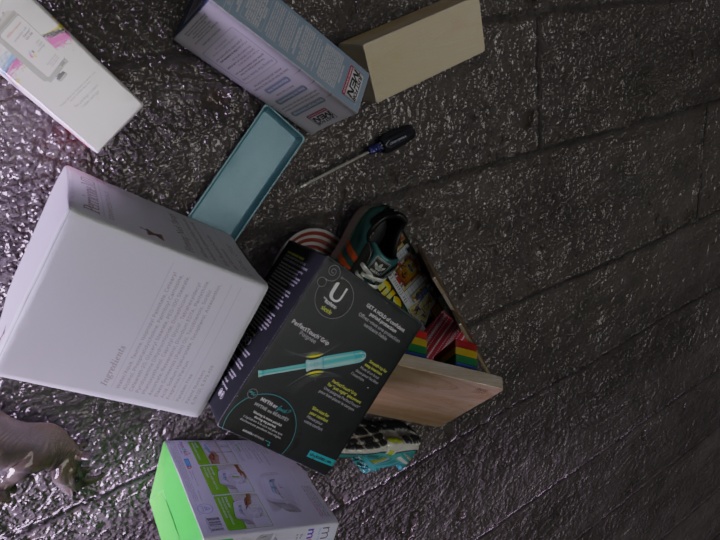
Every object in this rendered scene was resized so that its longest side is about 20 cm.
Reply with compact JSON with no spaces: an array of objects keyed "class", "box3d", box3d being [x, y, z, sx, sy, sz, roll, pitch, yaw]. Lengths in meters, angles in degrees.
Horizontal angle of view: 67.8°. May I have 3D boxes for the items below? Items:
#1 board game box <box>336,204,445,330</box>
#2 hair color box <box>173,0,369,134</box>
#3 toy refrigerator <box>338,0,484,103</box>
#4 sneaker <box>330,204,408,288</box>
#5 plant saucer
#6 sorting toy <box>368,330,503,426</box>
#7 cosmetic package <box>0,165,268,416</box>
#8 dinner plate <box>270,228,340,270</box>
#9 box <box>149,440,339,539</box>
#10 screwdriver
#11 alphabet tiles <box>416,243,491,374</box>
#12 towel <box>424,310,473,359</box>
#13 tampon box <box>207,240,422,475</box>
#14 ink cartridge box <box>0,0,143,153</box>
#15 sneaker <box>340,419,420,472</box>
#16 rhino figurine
[{"class":"board game box","box3d":[0.052,0.011,0.818,0.105,0.023,0.201,-42,114,-23]},{"class":"hair color box","box3d":[-0.098,-0.246,0.619,0.199,0.099,0.061,29,69,-35]},{"class":"toy refrigerator","box3d":[0.072,-0.306,0.736,0.199,0.070,0.076,-32,125,-20]},{"class":"sneaker","box3d":[0.000,0.000,0.719,0.071,0.080,0.201,31,76,-35]},{"class":"plant saucer","box3d":[-0.152,-0.109,0.680,0.070,0.019,0.201,37,84,-34]},{"class":"sorting toy","box3d":[0.071,0.155,0.793,0.199,0.199,0.070,15,56,-14]},{"class":"cosmetic package","box3d":[-0.238,0.023,0.562,0.199,0.167,0.167,25,99,-35]},{"class":"dinner plate","box3d":[-0.062,0.043,0.742,0.200,0.024,0.202,6,83,-55]},{"class":"box","box3d":[-0.155,0.306,0.689,0.176,0.200,0.097,12,98,-35]},{"class":"screwdriver","box3d":[-0.002,-0.162,0.751,0.199,0.028,0.029,-28,146,-26]},{"class":"alphabet tiles","box3d":[0.142,0.055,0.832,0.008,0.168,0.200,-29,121,9]},{"class":"towel","box3d":[0.094,0.123,0.901,0.200,0.022,0.145,38,85,-32]},{"class":"tampon box","box3d":[-0.060,0.093,0.614,0.150,0.126,0.201,36,84,-27]},{"class":"ink cartridge box","box3d":[-0.309,-0.205,0.494,0.068,0.116,0.200,-50,122,-10]},{"class":"sneaker","box3d":[0.016,0.295,0.872,0.199,0.077,0.080,17,103,-35]},{"class":"rhino figurine","box3d":[-0.381,0.210,0.602,0.200,0.060,0.088,34,74,-38]}]
